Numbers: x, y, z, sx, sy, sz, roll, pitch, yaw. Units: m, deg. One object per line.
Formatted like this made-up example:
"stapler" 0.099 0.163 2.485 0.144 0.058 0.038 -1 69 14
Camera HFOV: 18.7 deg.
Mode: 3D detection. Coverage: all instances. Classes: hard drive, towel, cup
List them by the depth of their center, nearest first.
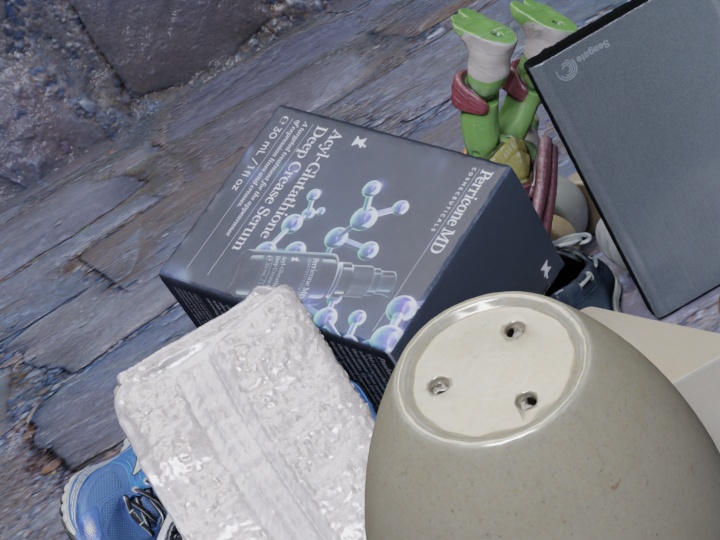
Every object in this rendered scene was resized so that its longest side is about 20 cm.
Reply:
"cup" 0.083 0.096 1.111 0.199 0.144 0.201 -12 44 12
"towel" -0.052 0.108 1.253 0.132 0.035 0.200 -32 59 -6
"hard drive" 0.216 -0.088 1.492 0.139 0.201 0.033 -30 15 -1

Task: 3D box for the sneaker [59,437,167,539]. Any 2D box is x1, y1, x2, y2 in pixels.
"sneaker" -0.152 0.157 1.618 0.089 0.079 0.200 -24 16 29

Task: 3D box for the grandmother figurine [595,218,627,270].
"grandmother figurine" 0.240 -0.061 1.640 0.200 0.061 0.121 -39 9 -40

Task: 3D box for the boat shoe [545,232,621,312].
"boat shoe" 0.143 0.012 1.570 0.075 0.062 0.200 -29 14 12

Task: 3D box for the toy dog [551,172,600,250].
"toy dog" 0.104 -0.040 1.743 0.199 0.097 0.132 -24 16 19

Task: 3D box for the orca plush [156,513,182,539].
"orca plush" -0.091 0.175 1.530 0.200 0.071 0.106 -51 -21 -77

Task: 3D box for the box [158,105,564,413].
"box" 0.000 0.000 1.393 0.199 0.107 0.149 17 63 37

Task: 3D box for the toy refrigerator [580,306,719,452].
"toy refrigerator" 0.164 0.077 1.314 0.076 0.070 0.200 -27 14 -18

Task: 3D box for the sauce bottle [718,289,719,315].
"sauce bottle" 0.308 0.006 1.279 0.199 0.066 0.066 -21 17 37

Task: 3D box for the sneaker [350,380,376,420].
"sneaker" -0.049 0.118 1.373 0.199 0.106 0.076 -25 10 38

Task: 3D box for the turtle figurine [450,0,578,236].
"turtle figurine" 0.069 -0.104 1.562 0.143 0.195 0.200 7 30 -15
